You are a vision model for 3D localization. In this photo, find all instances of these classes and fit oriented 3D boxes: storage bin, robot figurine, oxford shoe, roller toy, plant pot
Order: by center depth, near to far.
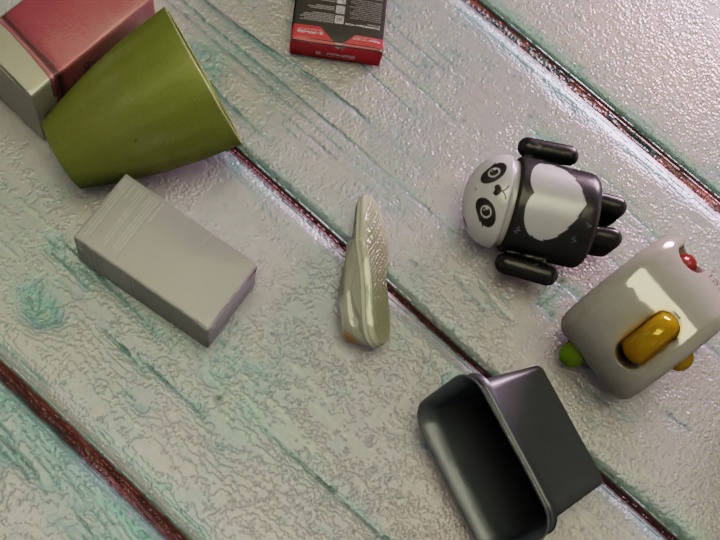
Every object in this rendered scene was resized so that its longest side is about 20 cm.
[{"bbox_3d":[0.177,0.213,1.378,0.134,0.146,0.201,-14,70,-41],"label":"storage bin"},{"bbox_3d":[0.346,0.060,1.415,0.182,0.200,0.140,-34,79,-23],"label":"roller toy"},{"bbox_3d":[-0.275,-0.187,1.443,0.199,0.187,0.188,-30,76,-1],"label":"plant pot"},{"bbox_3d":[0.000,0.000,1.460,0.057,0.075,0.201,-12,66,27],"label":"oxford shoe"},{"bbox_3d":[0.226,-0.074,1.479,0.199,0.125,0.151,13,37,-3],"label":"robot figurine"}]

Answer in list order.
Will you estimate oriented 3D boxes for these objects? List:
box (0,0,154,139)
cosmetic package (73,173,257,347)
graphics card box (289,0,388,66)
[{"bbox_3d":[-0.361,-0.282,1.476,0.109,0.128,0.200,43,72,8],"label":"box"},{"bbox_3d":[-0.231,-0.011,1.421,0.200,0.090,0.107,37,70,3],"label":"cosmetic package"},{"bbox_3d":[-0.024,-0.378,1.596,0.125,0.051,0.201,7,71,-5],"label":"graphics card box"}]
